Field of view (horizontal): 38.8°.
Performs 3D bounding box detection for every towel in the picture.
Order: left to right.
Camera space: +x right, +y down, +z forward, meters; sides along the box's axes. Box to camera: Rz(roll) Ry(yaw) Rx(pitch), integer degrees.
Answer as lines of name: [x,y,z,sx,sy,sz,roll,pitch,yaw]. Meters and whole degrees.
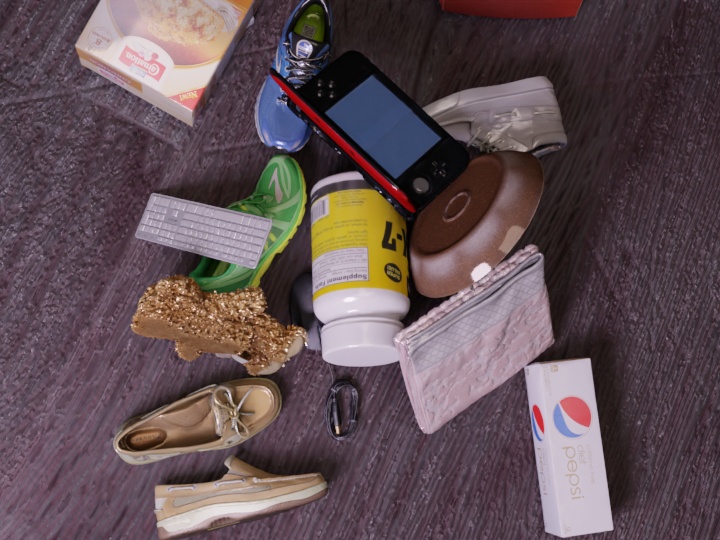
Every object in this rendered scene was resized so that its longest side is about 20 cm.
towel: [0.137,0.083,1.168,0.198,0.192,0.032,-33,52,-11]

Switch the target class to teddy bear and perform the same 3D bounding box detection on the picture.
teddy bear: [-0.154,0.059,1.145,0.196,0.145,0.068,14,59,-9]

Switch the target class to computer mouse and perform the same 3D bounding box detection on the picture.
computer mouse: [-0.041,0.100,1.205,0.058,0.034,0.204,-15,85,-11]

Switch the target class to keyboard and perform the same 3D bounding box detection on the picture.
keyboard: [-0.179,-0.047,1.151,0.197,0.011,0.057,14,85,36]

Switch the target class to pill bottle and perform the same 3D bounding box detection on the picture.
pill bottle: [0.000,0.000,1.166,0.112,0.114,0.204,0,72,-8]

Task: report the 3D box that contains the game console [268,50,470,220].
game console: [0.017,-0.165,1.107,0.200,0.119,0.172,44,62,9]

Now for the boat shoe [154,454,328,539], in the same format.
boat shoe: [-0.137,0.246,1.156,0.196,0.072,0.078,-11,73,-10]

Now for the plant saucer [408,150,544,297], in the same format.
plant saucer: [0.118,-0.063,1.146,0.037,0.200,0.202,39,78,-25]

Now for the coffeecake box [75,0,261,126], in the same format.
coffeecake box: [-0.215,-0.298,1.192,0.152,0.073,0.203,28,80,-5]

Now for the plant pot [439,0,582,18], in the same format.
plant pot: [0.170,-0.417,1.233,0.173,0.200,0.204,-11,84,2]

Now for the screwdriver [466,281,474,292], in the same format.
screwdriver: [0.106,-0.013,1.170,0.027,0.201,0.030,6,117,-10]

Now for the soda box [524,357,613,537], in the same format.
soda box: [0.247,0.209,1.219,0.067,0.064,0.204,-5,83,-9]

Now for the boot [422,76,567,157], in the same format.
boot: [0.159,-0.169,1.249,0.196,0.074,0.097,-16,78,-11]

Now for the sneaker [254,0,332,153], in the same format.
sneaker: [-0.077,-0.238,1.211,0.077,0.089,0.204,12,78,-5]

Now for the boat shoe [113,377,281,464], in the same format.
boat shoe: [-0.182,0.174,1.158,0.197,0.063,0.075,-20,85,-11]

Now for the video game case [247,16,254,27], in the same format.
video game case: [-0.242,-0.348,1.241,0.142,0.018,0.201,-35,89,-12]

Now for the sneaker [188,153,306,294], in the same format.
sneaker: [-0.128,-0.049,1.178,0.073,0.083,0.202,19,76,38]
